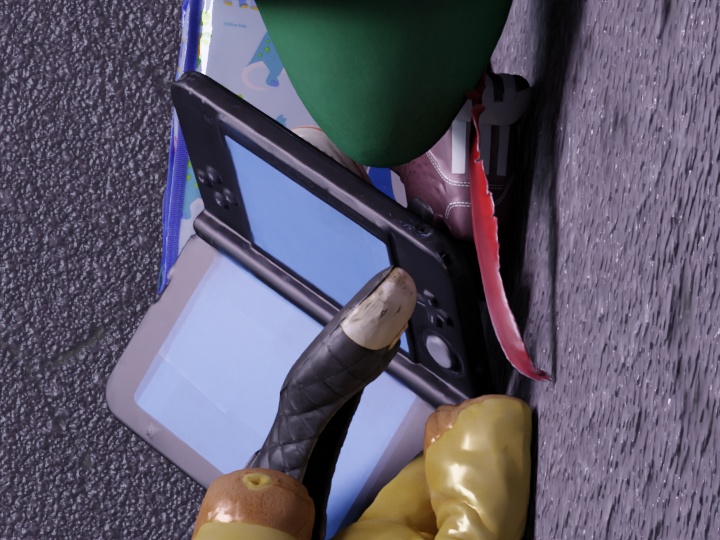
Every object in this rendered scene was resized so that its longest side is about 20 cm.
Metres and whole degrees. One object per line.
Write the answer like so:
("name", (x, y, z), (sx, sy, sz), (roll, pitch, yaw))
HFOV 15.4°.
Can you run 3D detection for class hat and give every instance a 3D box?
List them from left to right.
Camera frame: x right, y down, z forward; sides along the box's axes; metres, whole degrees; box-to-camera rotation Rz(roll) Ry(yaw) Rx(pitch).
("hat", (0.020, -0.059, 1.224), (0.200, 0.165, 0.177), (-42, -54, -66))

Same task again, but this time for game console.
("game console", (-0.043, 0.030, 1.304), (0.116, 0.200, 0.176), (-42, -34, -22))

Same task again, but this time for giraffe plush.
("giraffe plush", (-0.014, 0.147, 1.166), (0.200, 0.162, 0.173), (-91, 9, -59))

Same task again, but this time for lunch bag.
("lunch bag", (-0.034, -0.073, 1.633), (0.127, 0.169, 0.201), (122, 151, -79))

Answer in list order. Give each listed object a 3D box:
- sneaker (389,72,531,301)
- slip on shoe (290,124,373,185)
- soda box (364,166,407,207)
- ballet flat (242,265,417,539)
("sneaker", (0.036, -0.032, 1.341), (0.200, 0.075, 0.116), (141, 132, -82))
("slip on shoe", (0.000, 0.000, 1.425), (0.061, 0.074, 0.200), (-71, -36, -46))
("soda box", (0.023, -0.030, 1.495), (0.063, 0.070, 0.201), (-94, 12, -66))
("ballet flat", (-0.011, 0.072, 1.237), (0.066, 0.057, 0.200), (-41, -17, -46))
